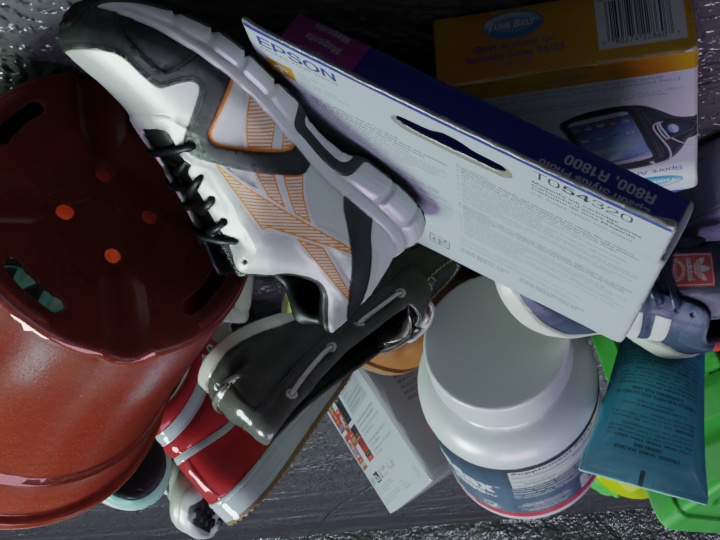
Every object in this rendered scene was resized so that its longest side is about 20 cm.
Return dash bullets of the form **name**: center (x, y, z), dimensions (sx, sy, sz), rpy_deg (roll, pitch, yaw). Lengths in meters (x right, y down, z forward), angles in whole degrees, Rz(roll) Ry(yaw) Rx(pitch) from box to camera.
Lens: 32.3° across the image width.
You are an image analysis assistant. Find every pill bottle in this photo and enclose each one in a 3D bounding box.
- **pill bottle**: center (0.101, 0.084, 0.833), dimensions (0.118, 0.121, 0.200), rpy_deg (-7, 153, 11)

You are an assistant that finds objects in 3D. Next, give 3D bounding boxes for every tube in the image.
- **tube**: center (0.195, 0.070, 0.811), dimensions (0.077, 0.201, 0.051), rpy_deg (10, 127, 13)

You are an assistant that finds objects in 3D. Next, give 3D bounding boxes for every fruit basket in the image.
- **fruit basket**: center (0.249, 0.132, 1.063), dimensions (0.214, 0.218, 0.155), rpy_deg (-17, 158, 38)

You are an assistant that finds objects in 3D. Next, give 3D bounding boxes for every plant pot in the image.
- **plant pot**: center (-0.161, 0.011, 0.651), dimensions (0.199, 0.203, 0.195), rpy_deg (6, 152, -29)

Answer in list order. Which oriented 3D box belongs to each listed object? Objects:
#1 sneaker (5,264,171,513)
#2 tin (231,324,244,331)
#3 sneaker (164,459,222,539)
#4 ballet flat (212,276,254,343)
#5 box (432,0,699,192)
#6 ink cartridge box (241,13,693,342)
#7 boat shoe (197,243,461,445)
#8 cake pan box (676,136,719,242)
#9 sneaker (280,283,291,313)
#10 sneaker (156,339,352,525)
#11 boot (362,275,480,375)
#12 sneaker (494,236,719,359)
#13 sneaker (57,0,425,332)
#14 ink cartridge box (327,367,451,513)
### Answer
- **sneaker**: center (-0.217, 0.098, 0.903), dimensions (0.077, 0.201, 0.140), rpy_deg (-32, 172, -22)
- **tin**: center (-0.144, 0.077, 1.007), dimensions (0.198, 0.042, 0.112), rpy_deg (0, -160, -11)
- **sneaker**: center (-0.136, 0.143, 0.956), dimensions (0.080, 0.076, 0.200), rpy_deg (10, -166, -5)
- **ballet flat**: center (-0.128, 0.038, 0.923), dimensions (0.069, 0.070, 0.200), rpy_deg (5, 161, -24)
- **box**: center (0.114, -0.078, 0.646), dimensions (0.118, 0.042, 0.200), rpy_deg (-7, 164, 13)
- **ink cartridge box**: center (0.052, -0.046, 0.577), dimensions (0.195, 0.044, 0.200), rpy_deg (28, 167, 12)
- **boat shoe**: center (-0.003, 0.040, 0.715), dimensions (0.199, 0.057, 0.067), rpy_deg (-27, 155, -38)
- **cake pan box**: center (0.276, -0.037, 0.790), dimensions (0.198, 0.053, 0.184), rpy_deg (7, 162, -29)
- **sneaker**: center (0.000, 0.000, 0.808), dimensions (0.075, 0.077, 0.200), rpy_deg (4, 159, -17)
- **sneaker**: center (-0.079, 0.074, 0.883), dimensions (0.113, 0.200, 0.071), rpy_deg (46, 127, -8)
- **boot**: center (0.091, 0.027, 0.911), dimensions (0.198, 0.077, 0.155), rpy_deg (10, 156, -32)
- **sneaker**: center (0.165, 0.004, 0.725), dimensions (0.199, 0.076, 0.084), rpy_deg (12, 161, -38)
- **sneaker**: center (-0.056, -0.044, 0.559), dimensions (0.200, 0.080, 0.074), rpy_deg (38, 168, -26)
- **ink cartridge box**: center (0.027, 0.102, 1.075), dimensions (0.083, 0.176, 0.200), rpy_deg (-31, 170, -16)
